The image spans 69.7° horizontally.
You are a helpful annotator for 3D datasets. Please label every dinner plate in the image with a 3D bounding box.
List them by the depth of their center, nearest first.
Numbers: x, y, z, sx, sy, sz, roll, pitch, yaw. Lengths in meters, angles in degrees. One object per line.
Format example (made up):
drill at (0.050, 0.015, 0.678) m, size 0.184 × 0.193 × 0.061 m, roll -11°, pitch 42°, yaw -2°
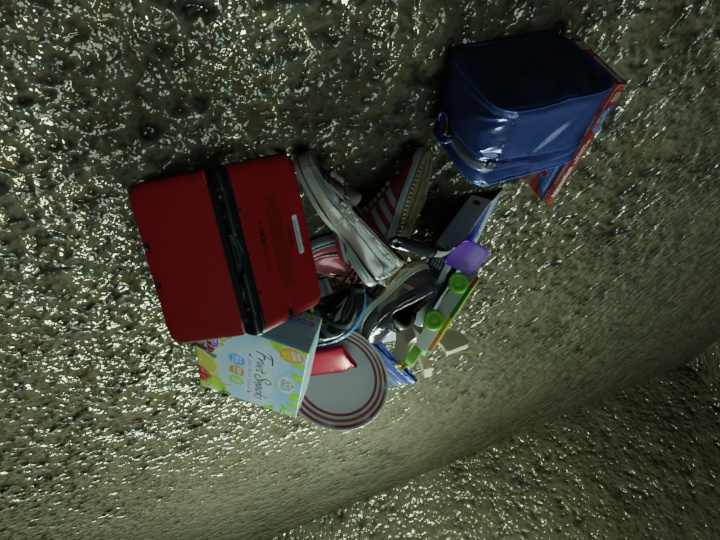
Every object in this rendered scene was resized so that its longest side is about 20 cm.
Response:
dinner plate at (-0.045, 0.186, 0.905) m, size 0.199 × 0.201 × 0.024 m, roll -37°, pitch -177°, yaw 20°

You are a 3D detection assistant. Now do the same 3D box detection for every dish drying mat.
dish drying mat at (-0.110, 0.161, 0.870) m, size 0.197 × 0.018 × 0.077 m, roll -10°, pitch 142°, yaw 16°

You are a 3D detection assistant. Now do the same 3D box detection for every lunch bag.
lunch bag at (0.187, -0.192, 0.646) m, size 0.197 × 0.137 × 0.133 m, roll -15°, pitch 146°, yaw -14°

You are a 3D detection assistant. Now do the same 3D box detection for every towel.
towel at (0.003, 0.191, 1.044) m, size 0.198 × 0.024 × 0.145 m, roll -17°, pitch 128°, yaw 44°

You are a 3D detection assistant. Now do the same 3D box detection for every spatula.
spatula at (0.110, -0.027, 0.724) m, size 0.198 × 0.021 × 0.057 m, roll 7°, pitch 137°, yaw -44°

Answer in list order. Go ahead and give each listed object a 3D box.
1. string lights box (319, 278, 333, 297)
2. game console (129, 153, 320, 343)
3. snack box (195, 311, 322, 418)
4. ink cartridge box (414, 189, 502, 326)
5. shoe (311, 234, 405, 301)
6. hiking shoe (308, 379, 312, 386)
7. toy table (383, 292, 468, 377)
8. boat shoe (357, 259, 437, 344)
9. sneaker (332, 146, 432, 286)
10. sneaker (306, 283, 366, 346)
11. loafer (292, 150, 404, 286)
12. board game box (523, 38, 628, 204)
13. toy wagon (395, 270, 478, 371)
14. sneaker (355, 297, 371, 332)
string lights box at (-0.141, 0.091, 0.899) m, size 0.197 × 0.059 × 0.104 m, roll -17°, pitch 144°, yaw -13°
game console at (-0.160, -0.028, 0.648) m, size 0.117 × 0.203 × 0.171 m, roll 3°, pitch -160°, yaw 42°
snack box at (-0.153, 0.122, 0.761) m, size 0.166 × 0.068 × 0.201 m, roll 19°, pitch 140°, yaw 1°
ink cartridge box at (0.161, -0.028, 0.901) m, size 0.200 × 0.043 × 0.200 m, roll -46°, pitch 161°, yaw -39°
shoe at (0.000, 0.000, 0.835) m, size 0.197 × 0.092 × 0.072 m, roll 1°, pitch 140°, yaw -35°
hiking shoe at (-0.057, 0.188, 0.968) m, size 0.197 × 0.101 × 0.076 m, roll 4°, pitch 131°, yaw 34°
toy table at (0.125, 0.139, 1.094) m, size 0.198 × 0.118 × 0.184 m, roll -26°, pitch 147°, yaw 3°
boat shoe at (0.057, 0.067, 0.822) m, size 0.071 × 0.065 × 0.201 m, roll -5°, pitch 143°, yaw -37°
sneaker at (0.027, -0.091, 0.752) m, size 0.071 × 0.111 × 0.203 m, roll 4°, pitch 108°, yaw -62°
sneaker at (-0.079, 0.077, 0.803) m, size 0.197 × 0.072 × 0.083 m, roll -26°, pitch 141°, yaw 13°
loafer at (-0.011, -0.074, 0.676) m, size 0.062 × 0.072 × 0.201 m, roll -26°, pitch 110°, yaw 16°
board game box at (0.283, -0.202, 0.728) m, size 0.019 × 0.104 × 0.201 m, roll -9°, pitch 144°, yaw -20°
toy wagon at (0.127, 0.087, 0.855) m, size 0.201 × 0.039 × 0.155 m, roll -55°, pitch 167°, yaw -10°
sneaker at (0.000, 0.091, 0.978) m, size 0.094 × 0.080 × 0.201 m, roll -15°, pitch 146°, yaw -11°
